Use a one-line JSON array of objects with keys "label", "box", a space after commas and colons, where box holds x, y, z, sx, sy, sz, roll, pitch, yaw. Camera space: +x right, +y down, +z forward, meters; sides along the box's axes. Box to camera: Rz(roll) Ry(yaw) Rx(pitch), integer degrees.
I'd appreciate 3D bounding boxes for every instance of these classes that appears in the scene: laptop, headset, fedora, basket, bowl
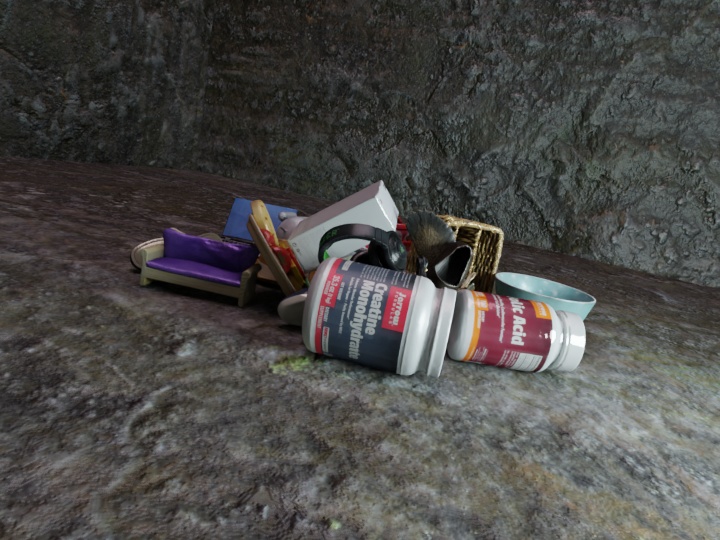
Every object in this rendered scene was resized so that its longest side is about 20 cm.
[{"label": "laptop", "box": [-0.283, -0.113, 1.367, 0.184, 0.118, 0.200, 11, 12, 6]}, {"label": "headset", "box": [0.028, -0.022, 0.830, 0.198, 0.095, 0.123, 25, -39, -24]}, {"label": "fedora", "box": [-0.165, -0.025, 1.143, 0.197, 0.083, 0.201, 10, 12, -2]}, {"label": "basket", "box": [0.193, -0.011, 1.109, 0.141, 0.203, 0.148, 1, 15, -42]}, {"label": "bowl", "box": [0.359, 0.082, 1.060, 0.198, 0.107, 0.201, 12, 12, -3]}]

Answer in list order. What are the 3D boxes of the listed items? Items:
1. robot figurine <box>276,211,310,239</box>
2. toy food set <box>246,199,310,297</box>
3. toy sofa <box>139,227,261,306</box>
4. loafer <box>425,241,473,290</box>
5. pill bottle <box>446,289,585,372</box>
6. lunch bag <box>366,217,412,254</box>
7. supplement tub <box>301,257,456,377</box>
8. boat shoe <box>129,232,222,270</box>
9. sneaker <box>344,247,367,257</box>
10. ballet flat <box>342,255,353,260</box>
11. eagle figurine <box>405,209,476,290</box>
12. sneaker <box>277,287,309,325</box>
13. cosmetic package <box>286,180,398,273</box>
[{"label": "robot figurine", "box": [-0.144, -0.078, 1.323, 0.170, 0.113, 0.200, 51, 16, 8]}, {"label": "toy food set", "box": [-0.146, -0.021, 0.956, 0.048, 0.199, 0.200, -30, 39, -6]}, {"label": "toy sofa", "box": [-0.283, -0.009, 0.933, 0.197, 0.099, 0.083, 12, 11, 3]}, {"label": "loafer", "box": [0.127, 0.029, 0.889, 0.072, 0.201, 0.071, 31, -9, 7]}, {"label": "pill bottle", "box": [0.247, 0.101, 0.845, 0.197, 0.116, 0.114, 9, 12, -4]}, {"label": "lunch bag", "box": [0.060, -0.050, 1.231, 0.198, 0.179, 0.081, -2, 17, -46]}, {"label": "supplement tub", "box": [0.027, 0.067, 0.746, 0.197, 0.143, 0.140, 12, 12, 9]}, {"label": "boat shoe", "box": [-0.374, -0.027, 1.062, 0.067, 0.073, 0.199, -27, -8, 39]}, {"label": "sneaker", "box": [-0.056, -0.032, 1.116, 0.200, 0.115, 0.075, 44, -17, 22]}, {"label": "ballet flat", "box": [0.000, 0.000, 1.006, 0.198, 0.066, 0.070, -18, 34, -36]}, {"label": "eagle figurine", "box": [0.128, 0.012, 0.978, 0.149, 0.200, 0.153, -19, 40, 30]}, {"label": "sneaker", "box": [-0.054, 0.029, 0.888, 0.197, 0.076, 0.085, -13, 52, -25]}, {"label": "cosmetic package", "box": [-0.031, -0.085, 1.006, 0.198, 0.082, 0.113, -22, 20, 19]}]
